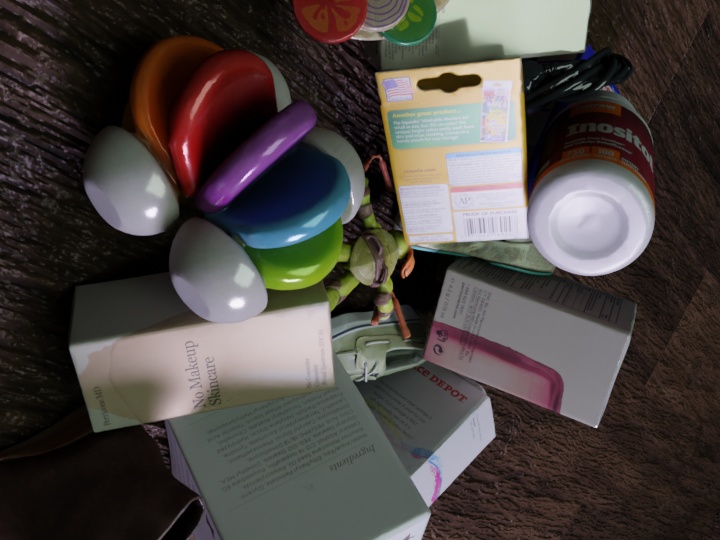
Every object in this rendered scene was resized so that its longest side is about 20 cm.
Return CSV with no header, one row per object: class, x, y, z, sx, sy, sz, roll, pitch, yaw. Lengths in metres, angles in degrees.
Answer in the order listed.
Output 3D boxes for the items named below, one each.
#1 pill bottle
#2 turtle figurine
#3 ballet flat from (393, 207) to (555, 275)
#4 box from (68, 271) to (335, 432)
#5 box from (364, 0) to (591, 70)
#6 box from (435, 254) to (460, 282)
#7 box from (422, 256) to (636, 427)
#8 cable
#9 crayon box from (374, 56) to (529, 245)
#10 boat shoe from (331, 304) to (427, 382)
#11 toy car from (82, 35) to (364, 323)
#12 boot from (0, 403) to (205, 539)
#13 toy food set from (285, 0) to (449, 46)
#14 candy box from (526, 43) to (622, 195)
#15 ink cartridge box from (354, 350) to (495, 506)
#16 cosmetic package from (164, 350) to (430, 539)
pill bottle,0.225,-0.095,0.790,0.201,0.110,0.115,-65,155,-52
turtle figurine,0.000,0.000,0.809,0.160,0.064,0.204,-25,116,-35
ballet flat,0.133,-0.042,0.881,0.196,0.068,0.063,10,114,-13
box,-0.124,0.054,0.658,0.196,0.078,0.097,-10,125,-9
box,0.103,-0.234,0.732,0.195,0.069,0.084,-6,119,-11
box,0.178,-0.055,1.009,0.198,0.032,0.124,-12,120,-43
box,0.184,0.065,0.886,0.128,0.197,0.111,-28,135,-65
cable,0.168,-0.174,0.811,0.163,0.196,0.052,-9,87,-83
crayon box,0.090,-0.115,0.748,0.202,0.123,0.052,76,17,-45
boat shoe,0.004,0.085,0.871,0.198,0.062,0.073,-15,144,-41
toy car,-0.085,-0.079,0.582,0.175,0.200,0.150,-44,179,-30
boot,-0.233,0.198,0.622,0.199,0.165,0.073,-41,136,-21
toy food set,0.007,-0.275,0.630,0.198,0.049,0.201,-43,109,-5
candy box,0.235,-0.130,0.956,0.168,0.076,0.203,36,76,-41
ink cartridge box,0.035,0.191,0.913,0.199,0.144,0.086,-40,136,-21
cosmetic package,-0.064,0.202,0.729,0.162,0.201,0.167,-20,145,-22
